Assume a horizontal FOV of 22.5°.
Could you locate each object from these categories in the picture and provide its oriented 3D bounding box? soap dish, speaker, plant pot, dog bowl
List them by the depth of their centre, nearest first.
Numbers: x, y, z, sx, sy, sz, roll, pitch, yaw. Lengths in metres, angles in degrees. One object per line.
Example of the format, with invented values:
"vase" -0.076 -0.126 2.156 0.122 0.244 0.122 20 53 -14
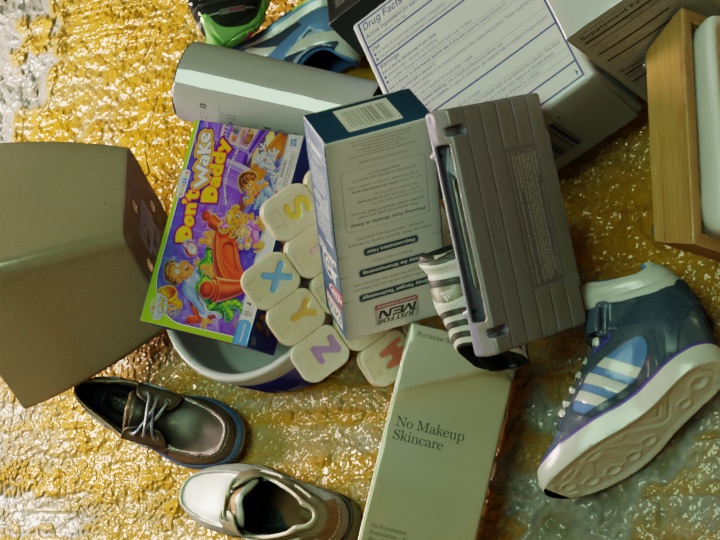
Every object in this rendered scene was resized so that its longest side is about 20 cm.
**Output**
"soap dish" 0.305 -0.097 1.481 0.081 0.157 0.200 -17 66 47
"dog bowl" -0.090 0.015 1.736 0.200 0.079 0.201 -10 72 32
"speaker" -0.075 -0.161 1.739 0.200 0.081 0.081 14 84 16
"plant pot" -0.288 -0.013 1.812 0.177 0.200 0.200 -14 44 10

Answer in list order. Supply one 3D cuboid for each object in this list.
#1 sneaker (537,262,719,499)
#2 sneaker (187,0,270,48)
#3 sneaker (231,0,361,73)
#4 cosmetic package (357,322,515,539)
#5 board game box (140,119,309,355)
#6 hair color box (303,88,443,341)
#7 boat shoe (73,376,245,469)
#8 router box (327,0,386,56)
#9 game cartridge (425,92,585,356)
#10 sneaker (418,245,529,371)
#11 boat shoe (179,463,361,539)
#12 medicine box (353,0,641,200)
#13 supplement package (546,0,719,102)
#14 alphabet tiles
"sneaker" 0.210 0.084 1.539 0.200 0.081 0.147 -44 46 22
"sneaker" -0.127 -0.302 1.838 0.077 0.084 0.200 -25 30 24
"sneaker" -0.082 -0.194 1.814 0.200 0.074 0.082 -35 62 22
"cosmetic package" 0.069 0.156 1.586 0.103 0.073 0.200 12 84 4
"board game box" -0.118 -0.033 1.692 0.134 0.045 0.200 11 84 35
"hair color box" 0.015 -0.047 1.552 0.100 0.200 0.061 -15 34 -14
"boat shoe" -0.205 0.149 1.794 0.200 0.072 0.072 10 82 36
"router box" 0.056 -0.316 1.729 0.200 0.052 0.157 -35 32 22
"game cartridge" 0.120 -0.040 1.483 0.038 0.130 0.200 -10 94 39
"sneaker" 0.122 0.024 1.561 0.076 0.200 0.116 -10 96 35
"boat shoe" -0.098 0.218 1.704 0.200 0.068 0.075 2 77 35
"medicine box" 0.119 -0.183 1.620 0.182 0.103 0.200 -35 60 22
"supplement package" 0.239 -0.232 1.528 0.109 0.200 0.114 -34 59 21
"alphabet tiles" 0.000 0.000 1.639 0.195 0.015 0.200 -35 97 -13
